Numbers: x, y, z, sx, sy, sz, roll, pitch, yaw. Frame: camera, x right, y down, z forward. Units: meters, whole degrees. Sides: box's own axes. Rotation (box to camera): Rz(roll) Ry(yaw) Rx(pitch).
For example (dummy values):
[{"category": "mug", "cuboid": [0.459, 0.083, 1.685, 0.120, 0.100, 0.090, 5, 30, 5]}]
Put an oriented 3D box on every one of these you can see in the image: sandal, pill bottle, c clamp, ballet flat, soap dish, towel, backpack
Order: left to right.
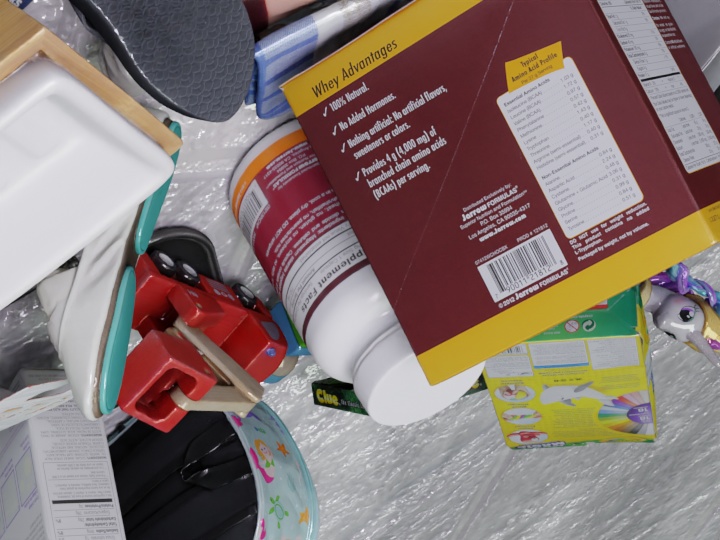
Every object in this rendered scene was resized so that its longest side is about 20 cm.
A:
[{"category": "soap dish", "cuboid": [-0.216, -0.051, 0.958, 0.200, 0.081, 0.157, -36, 154, 7]}, {"category": "ballet flat", "cuboid": [-0.160, -0.008, 1.060, 0.069, 0.200, 0.069, 10, 161, 4]}, {"category": "sandal", "cuboid": [-0.133, -0.159, 0.954, 0.200, 0.043, 0.076, 43, 73, -30]}, {"category": "c clamp", "cuboid": [-0.172, 0.039, 1.241, 0.171, 0.027, 0.200, -32, 146, -9]}, {"category": "backpack", "cuboid": [-0.125, 0.190, 1.331, 0.150, 0.178, 0.200, 13, 128, -49]}, {"category": "pill bottle", "cuboid": [0.000, 0.000, 1.162, 0.113, 0.200, 0.113, -21, 146, -15]}, {"category": "towel", "cuboid": [0.022, -0.154, 1.085, 0.200, 0.024, 0.147, -26, 174, -8]}]

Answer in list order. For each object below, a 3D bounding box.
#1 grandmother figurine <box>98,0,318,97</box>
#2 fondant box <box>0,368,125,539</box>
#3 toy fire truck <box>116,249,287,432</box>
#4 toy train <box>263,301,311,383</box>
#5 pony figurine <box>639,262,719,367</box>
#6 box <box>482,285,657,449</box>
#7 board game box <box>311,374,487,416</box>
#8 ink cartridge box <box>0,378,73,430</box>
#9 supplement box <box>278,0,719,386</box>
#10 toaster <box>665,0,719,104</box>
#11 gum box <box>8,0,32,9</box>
[{"category": "grandmother figurine", "cuboid": [-0.063, -0.163, 1.033, 0.200, 0.061, 0.121, -29, 138, -9]}, {"category": "fondant box", "cuboid": [-0.216, 0.188, 1.211, 0.058, 0.200, 0.144, 3, 146, -29]}, {"category": "toy fire truck", "cuboid": [-0.106, 0.053, 1.168, 0.049, 0.141, 0.200, -47, 144, 13]}, {"category": "toy train", "cuboid": [0.009, 0.040, 1.346, 0.200, 0.085, 0.116, -1, 152, -48]}, {"category": "pony figurine", "cuboid": [0.179, -0.011, 1.334, 0.200, 0.193, 0.167, 16, 123, -25]}, {"category": "box", "cuboid": [0.152, 0.077, 1.267, 0.117, 0.048, 0.200, -4, 148, 11]}, {"category": "board game box", "cuboid": [0.072, 0.077, 1.368, 0.200, 0.105, 0.023, -15, 103, -34]}, {"category": "ink cartridge box", "cuboid": [-0.266, 0.086, 1.105, 0.200, 0.050, 0.162, -26, 175, 14]}, {"category": "supplement box", "cuboid": [0.098, -0.071, 1.037, 0.197, 0.200, 0.133, -29, 175, 28]}, {"category": "toaster", "cuboid": [0.227, -0.146, 1.183, 0.181, 0.200, 0.119, 23, 117, -42]}, {"category": "gum box", "cuboid": [-0.296, -0.125, 0.903, 0.200, 0.045, 0.170, -39, 147, 14]}]
